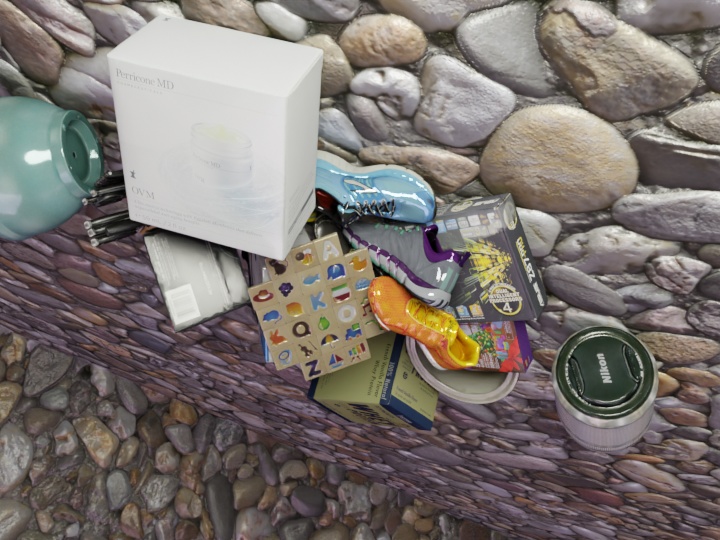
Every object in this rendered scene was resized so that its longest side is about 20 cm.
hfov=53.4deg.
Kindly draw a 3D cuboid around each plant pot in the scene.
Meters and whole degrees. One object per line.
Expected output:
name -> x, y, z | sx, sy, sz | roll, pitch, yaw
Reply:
plant pot -> -0.452, -0.155, 1.021 | 0.130, 0.205, 0.201 | -9, 151, 8

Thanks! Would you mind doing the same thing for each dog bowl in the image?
dog bowl -> 0.175, 0.116, 1.171 | 0.195, 0.074, 0.205 | 16, 129, 21

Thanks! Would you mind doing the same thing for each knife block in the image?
knife block -> -0.290, -0.087, 1.036 | 0.198, 0.180, 0.063 | 31, 154, -29

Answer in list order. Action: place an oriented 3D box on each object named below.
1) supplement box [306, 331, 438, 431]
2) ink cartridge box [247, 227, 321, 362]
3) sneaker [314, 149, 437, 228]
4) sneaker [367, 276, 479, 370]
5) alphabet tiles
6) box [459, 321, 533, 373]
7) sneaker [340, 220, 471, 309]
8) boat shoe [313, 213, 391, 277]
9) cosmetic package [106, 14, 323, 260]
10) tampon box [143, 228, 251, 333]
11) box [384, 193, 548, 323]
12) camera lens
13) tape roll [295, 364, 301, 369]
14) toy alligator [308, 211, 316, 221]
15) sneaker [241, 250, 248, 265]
supplement box -> 0.038, 0.166, 1.302 | 0.196, 0.205, 0.134 | -5, 149, 41
ink cartridge box -> -0.114, 0.013, 1.031 | 0.082, 0.201, 0.149 | -5, 117, -13
sneaker -> 0.001, -0.084, 0.913 | 0.194, 0.092, 0.079 | 11, 141, 8
sneaker -> 0.089, 0.065, 0.960 | 0.198, 0.075, 0.076 | 36, 147, -30
alphabet tiles -> -0.053, 0.053, 0.946 | 0.162, 0.006, 0.204 | -19, 121, -5
box -> 0.167, 0.053, 1.049 | 0.134, 0.039, 0.205 | 0, 119, 37
sneaker -> 0.060, -0.035, 0.947 | 0.199, 0.089, 0.074 | 38, -170, 33
boat shoe -> 0.000, 0.000, 1.025 | 0.202, 0.071, 0.061 | 50, -168, 2
cosmetic package -> -0.153, -0.146, 0.790 | 0.194, 0.124, 0.204 | 14, 129, 9
tampon box -> -0.256, 0.002, 1.127 | 0.123, 0.154, 0.200 | -19, -178, -14
box -> 0.137, -0.009, 0.964 | 0.197, 0.049, 0.165 | -5, 114, 43
camera lens -> 0.391, 0.195, 1.152 | 0.156, 0.164, 0.201 | 8, 154, 22
tape roll -> -0.045, 0.064, 1.145 | 0.037, 0.205, 0.203 | 37, 154, -4
toy alligator -> -0.066, -0.103, 1.000 | 0.194, 0.061, 0.054 | 7, -162, 4
sneaker -> -0.174, -0.026, 1.213 | 0.080, 0.079, 0.201 | 19, 156, 15
